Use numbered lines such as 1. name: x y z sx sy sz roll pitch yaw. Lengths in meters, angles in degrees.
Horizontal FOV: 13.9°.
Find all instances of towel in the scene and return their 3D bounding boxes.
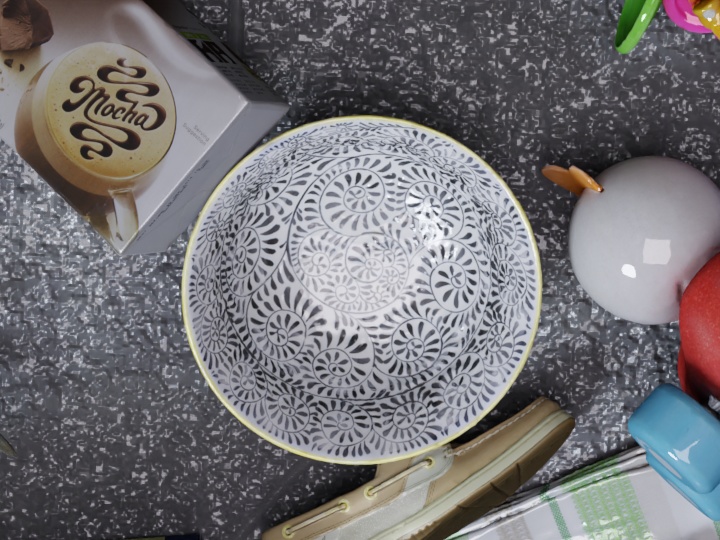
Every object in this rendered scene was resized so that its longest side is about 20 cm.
1. towel: 0.140 0.192 1.759 0.200 0.031 0.149 -21 104 5

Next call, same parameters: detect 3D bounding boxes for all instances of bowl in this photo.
1. bowl: 0.000 0.000 1.670 0.201 0.094 0.201 0 106 -1

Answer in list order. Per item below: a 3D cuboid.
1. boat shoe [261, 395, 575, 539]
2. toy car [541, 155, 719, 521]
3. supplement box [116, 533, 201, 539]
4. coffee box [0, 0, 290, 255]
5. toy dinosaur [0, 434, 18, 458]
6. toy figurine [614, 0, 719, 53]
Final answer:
1. boat shoe: 0.031 0.126 1.717 0.200 0.074 0.066 -34 74 -1
2. toy car: 0.186 0.003 1.667 0.200 0.177 0.184 42 87 18
3. supplement box: -0.187 0.250 1.680 0.200 0.200 0.134 -4 104 0
4. coffee box: -0.153 -0.116 1.610 0.200 0.080 0.113 44 102 10
5. toy dinosaur: -0.276 0.039 1.697 0.102 0.077 0.200 -40 108 21
6. toy figurine: 0.260 -0.169 1.606 0.184 0.150 0.200 22 126 -5
